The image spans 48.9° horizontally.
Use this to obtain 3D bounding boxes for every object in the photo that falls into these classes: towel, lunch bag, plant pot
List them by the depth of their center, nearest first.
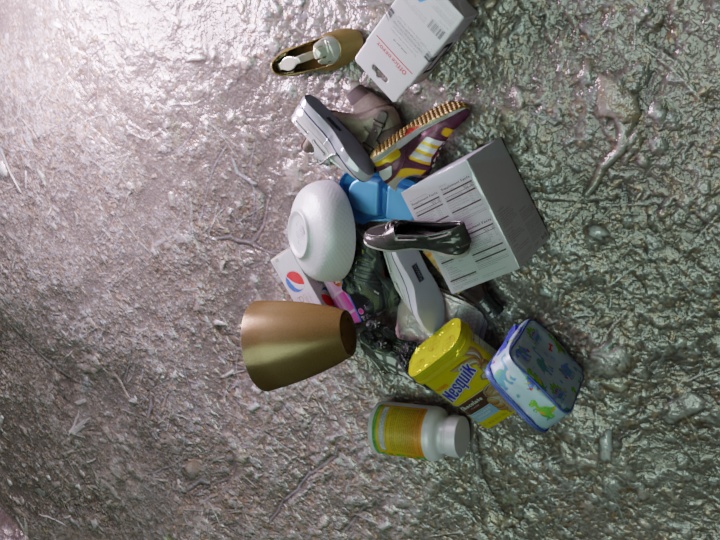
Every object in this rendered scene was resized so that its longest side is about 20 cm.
[{"bbox_3d":[0.312,0.182,1.416,0.161,0.200,0.083,46,120,4],"label":"lunch bag"},{"bbox_3d":[0.155,0.132,1.598,0.189,0.032,0.203,20,119,24],"label":"towel"},{"bbox_3d":[-0.114,0.141,1.617,0.197,0.187,0.189,-10,106,19],"label":"plant pot"}]

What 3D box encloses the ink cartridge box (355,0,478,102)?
[{"bbox_3d":[0.093,-0.406,1.374,0.116,0.068,0.200,48,127,5],"label":"ink cartridge box"}]

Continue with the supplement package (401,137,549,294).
[{"bbox_3d":[0.203,-0.096,1.389,0.150,0.151,0.202,-24,97,39],"label":"supplement package"}]

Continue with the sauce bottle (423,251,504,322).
[{"bbox_3d":[0.194,0.008,1.497,0.201,0.066,0.066,50,127,5],"label":"sauce bottle"}]

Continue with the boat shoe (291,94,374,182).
[{"bbox_3d":[-0.061,-0.223,1.458,0.202,0.074,0.086,49,120,11],"label":"boat shoe"}]

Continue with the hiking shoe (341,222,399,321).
[{"bbox_3d":[0.000,0.000,1.582,0.100,0.076,0.202,-28,98,-4],"label":"hiking shoe"}]

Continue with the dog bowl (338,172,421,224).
[{"bbox_3d":[0.052,-0.140,1.530,0.197,0.049,0.113,16,118,25],"label":"dog bowl"}]

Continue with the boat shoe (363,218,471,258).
[{"bbox_3d":[0.093,-0.066,1.337,0.197,0.067,0.058,8,127,27],"label":"boat shoe"}]

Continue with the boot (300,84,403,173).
[{"bbox_3d":[-0.010,-0.245,1.498,0.200,0.070,0.147,-42,74,28],"label":"boot"}]

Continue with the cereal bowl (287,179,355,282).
[{"bbox_3d":[-0.090,-0.076,1.570,0.199,0.082,0.204,21,114,60],"label":"cereal bowl"}]

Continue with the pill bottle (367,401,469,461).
[{"bbox_3d":[0.123,0.338,1.658,0.197,0.111,0.113,0,111,32],"label":"pill bottle"}]

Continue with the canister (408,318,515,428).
[{"bbox_3d":[0.213,0.201,1.515,0.199,0.087,0.148,37,124,-17],"label":"canister"}]

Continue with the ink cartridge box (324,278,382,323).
[{"bbox_3d":[-0.032,0.013,1.661,0.094,0.037,0.203,-19,98,37],"label":"ink cartridge box"}]

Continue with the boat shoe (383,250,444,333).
[{"bbox_3d":[0.102,0.028,1.538,0.065,0.073,0.203,-10,102,58],"label":"boat shoe"}]

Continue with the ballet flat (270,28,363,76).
[{"bbox_3d":[-0.086,-0.402,1.491,0.198,0.063,0.070,-10,106,34],"label":"ballet flat"}]

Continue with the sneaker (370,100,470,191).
[{"bbox_3d":[0.119,-0.224,1.420,0.198,0.075,0.091,-29,111,13],"label":"sneaker"}]

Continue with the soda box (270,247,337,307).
[{"bbox_3d":[-0.108,0.041,1.701,0.068,0.064,0.202,-26,95,37],"label":"soda box"}]

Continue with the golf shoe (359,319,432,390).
[{"bbox_3d":[0.083,0.181,1.612,0.199,0.078,0.095,37,150,11],"label":"golf shoe"}]
